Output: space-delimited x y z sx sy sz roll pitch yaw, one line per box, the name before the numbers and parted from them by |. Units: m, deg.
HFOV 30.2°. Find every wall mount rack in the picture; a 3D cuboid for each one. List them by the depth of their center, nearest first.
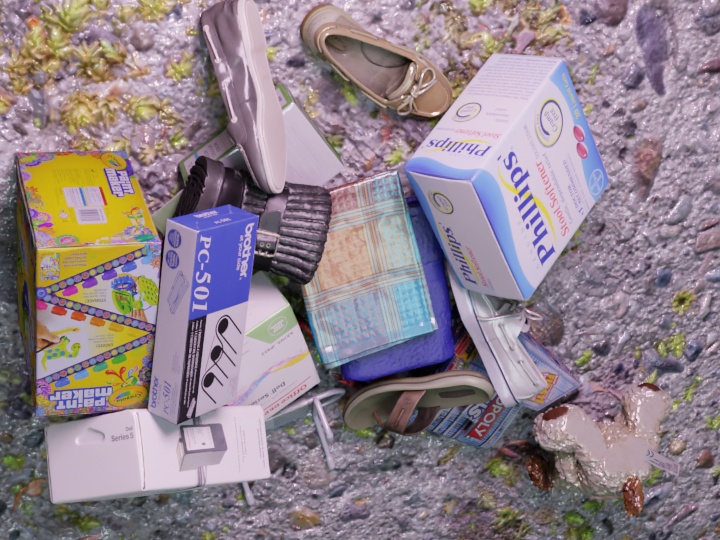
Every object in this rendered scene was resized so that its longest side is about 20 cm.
wall mount rack | -0.099 0.219 1.644 0.197 0.075 0.174 -21 164 -8

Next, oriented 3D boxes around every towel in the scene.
towel | 0.000 0.000 1.511 0.145 0.022 0.203 -18 108 -9
towel | 0.031 0.021 1.562 0.145 0.050 0.203 -12 108 -10

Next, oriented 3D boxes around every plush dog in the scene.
plush dog | 0.316 0.249 1.770 0.197 0.172 0.163 -14 81 -17

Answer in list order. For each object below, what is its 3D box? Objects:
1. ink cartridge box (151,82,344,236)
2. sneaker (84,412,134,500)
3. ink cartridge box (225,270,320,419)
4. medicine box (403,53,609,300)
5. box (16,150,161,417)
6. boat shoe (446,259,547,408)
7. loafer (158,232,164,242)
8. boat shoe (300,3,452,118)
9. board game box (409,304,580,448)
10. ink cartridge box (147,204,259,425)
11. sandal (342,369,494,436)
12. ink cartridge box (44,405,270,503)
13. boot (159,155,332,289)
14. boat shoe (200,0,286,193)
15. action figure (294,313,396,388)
ink cartridge box | -0.127 -0.097 1.444 0.199 0.059 0.104 -38 125 4
sneaker | -0.285 0.172 1.554 0.082 0.081 0.203 -3 113 -4
ink cartridge box | -0.118 0.107 1.528 0.116 0.067 0.201 -34 143 -12
medicine box | 0.165 -0.104 1.473 0.201 0.102 0.183 -52 132 -27
box | -0.284 0.009 1.363 0.120 0.201 0.195 -3 122 -19
boat shoe | 0.171 0.062 1.567 0.085 0.075 0.204 -22 106 12
loafer | -0.199 0.032 1.500 0.062 0.072 0.202 -29 134 -22
boat shoe | 0.024 -0.214 1.428 0.199 0.063 0.073 31 106 -33
board game box | 0.172 0.143 1.705 0.198 0.062 0.201 21 110 -29
ink cartridge box | -0.156 0.043 1.319 0.094 0.044 0.203 -18 122 -53
sandal | 0.065 0.166 1.608 0.198 0.058 0.080 -14 149 26
ink cartridge box | -0.215 0.196 1.426 0.144 0.085 0.199 -14 168 34
boot | -0.128 -0.006 1.404 0.156 0.080 0.213 17 107 -28
boat shoe | -0.119 -0.175 1.359 0.056 0.067 0.203 -10 91 20
action figure | -0.005 0.106 1.625 0.065 0.052 0.200 -45 127 4
